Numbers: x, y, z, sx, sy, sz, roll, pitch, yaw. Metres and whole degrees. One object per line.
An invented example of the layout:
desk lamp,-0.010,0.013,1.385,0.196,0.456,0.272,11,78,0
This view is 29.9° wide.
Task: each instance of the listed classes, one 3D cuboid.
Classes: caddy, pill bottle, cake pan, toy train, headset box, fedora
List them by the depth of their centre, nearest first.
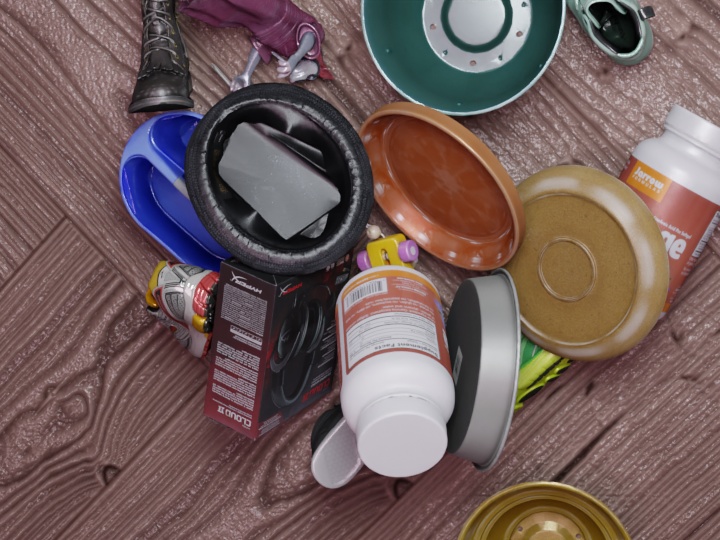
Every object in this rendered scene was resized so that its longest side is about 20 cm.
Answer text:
pill bottle,0.034,0.099,1.324,0.110,0.201,0.113,-2,130,-2
cake pan,0.114,0.097,1.339,0.036,0.200,0.203,6,100,-9
fedora,-0.082,-0.088,1.378,0.197,0.092,0.204,0,82,-3
pill bottle,0.308,-0.061,1.378,0.111,0.112,0.202,28,102,5
headset box,-0.088,0.072,1.428,0.077,0.148,0.203,21,116,27
caddy,-0.168,-0.083,1.465,0.199,0.105,0.142,40,102,3
toy train,0.000,0.000,1.471,0.149,0.055,0.203,18,116,28

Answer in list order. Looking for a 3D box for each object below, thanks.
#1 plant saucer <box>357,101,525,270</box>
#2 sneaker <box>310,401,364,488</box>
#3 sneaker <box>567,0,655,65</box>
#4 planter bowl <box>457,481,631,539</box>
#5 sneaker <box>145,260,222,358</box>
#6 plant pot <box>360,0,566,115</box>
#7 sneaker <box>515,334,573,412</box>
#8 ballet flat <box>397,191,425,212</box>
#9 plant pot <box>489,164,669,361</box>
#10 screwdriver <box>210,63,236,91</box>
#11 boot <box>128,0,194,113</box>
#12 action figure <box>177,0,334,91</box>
plant saucer,0.082,-0.086,1.346,0.200,0.201,0.032,42,63,3
sneaker,0.014,0.147,1.477,0.200,0.099,0.071,-45,102,-5
sneaker,0.231,-0.298,1.356,0.073,0.118,0.201,-36,89,15
planter bowl,0.202,0.316,1.465,0.197,0.083,0.204,1,98,10
sneaker,-0.186,0.033,1.449,0.081,0.200,0.079,23,70,3
plant pot,0.111,-0.262,1.361,0.198,0.161,0.204,2,99,11
sneaker,0.145,0.112,1.464,0.199,0.074,0.084,-37,60,18
ballet flat,0.126,-0.073,1.439,0.197,0.069,0.070,16,101,9
plant pot,0.210,-0.003,1.348,0.198,0.027,0.203,11,108,33
screwdriver,-0.095,-0.155,1.484,0.029,0.028,0.201,-37,90,-18
boot,-0.215,-0.261,1.406,0.068,0.200,0.177,-5,108,-4
action figure,-0.096,-0.269,1.414,0.133,0.199,0.151,5,69,46
